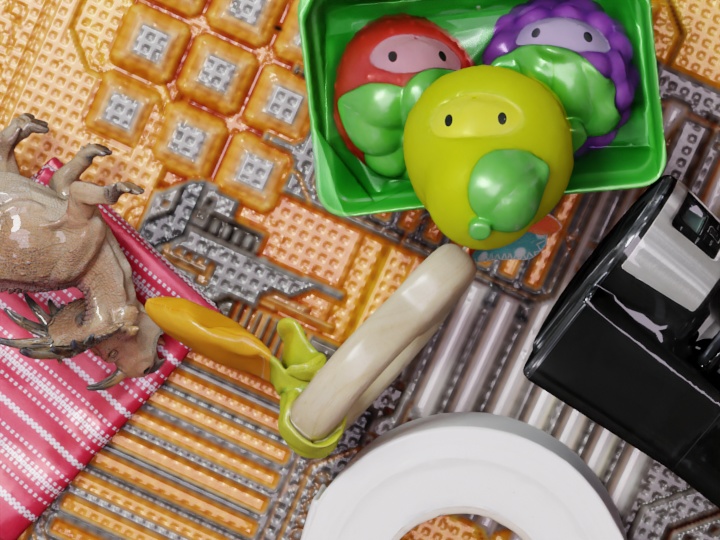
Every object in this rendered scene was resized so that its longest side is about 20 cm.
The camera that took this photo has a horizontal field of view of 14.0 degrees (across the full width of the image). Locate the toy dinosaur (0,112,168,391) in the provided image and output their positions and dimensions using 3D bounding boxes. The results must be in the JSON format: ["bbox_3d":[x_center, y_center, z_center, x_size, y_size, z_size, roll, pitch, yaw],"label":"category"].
[{"bbox_3d":[-0.200,-0.014,1.719,0.200,0.086,0.136,23,102,5],"label":"toy dinosaur"}]

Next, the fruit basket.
[{"bbox_3d":[0.068,-0.094,1.651,0.215,0.216,0.156,-6,94,5],"label":"fruit basket"}]

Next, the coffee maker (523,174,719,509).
[{"bbox_3d":[0.196,0.074,1.687,0.200,0.135,0.192,35,97,2],"label":"coffee maker"}]

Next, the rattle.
[{"bbox_3d":[0.000,0.000,1.707,0.143,0.130,0.200,45,106,23],"label":"rattle"}]

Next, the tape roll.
[{"bbox_3d":[0.061,0.186,1.739,0.202,0.071,0.203,0,95,5],"label":"tape roll"}]

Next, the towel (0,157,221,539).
[{"bbox_3d":[-0.201,0.051,1.774,0.145,0.022,0.200,43,96,0],"label":"towel"}]
